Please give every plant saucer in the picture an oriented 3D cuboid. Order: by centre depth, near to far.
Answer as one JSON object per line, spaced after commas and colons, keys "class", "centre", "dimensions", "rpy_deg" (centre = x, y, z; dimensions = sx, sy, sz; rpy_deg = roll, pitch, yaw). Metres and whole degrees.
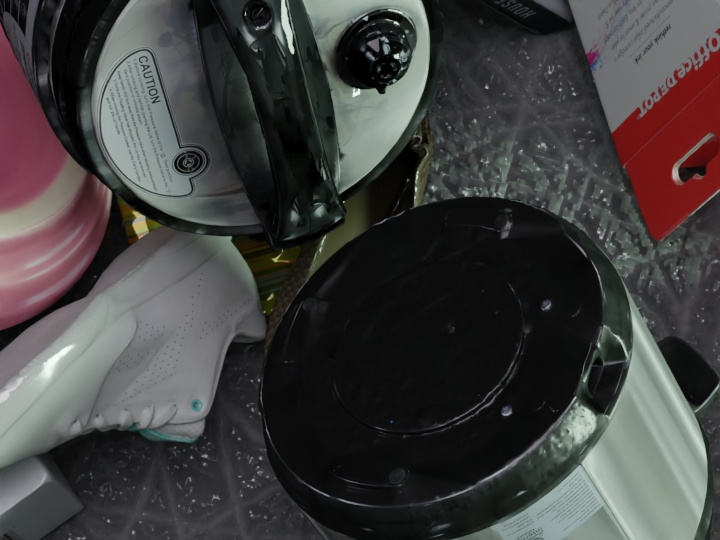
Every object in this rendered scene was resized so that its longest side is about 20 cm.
{"class": "plant saucer", "centre": [-0.203, -0.067, 1.004], "dimensions": [0.200, 0.051, 0.201], "rpy_deg": [19, 51, -24]}

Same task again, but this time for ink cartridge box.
{"class": "ink cartridge box", "centre": [0.164, -0.128, 1.047], "dimensions": [0.067, 0.116, 0.201], "rpy_deg": [-6, 69, -26]}

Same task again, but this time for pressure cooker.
{"class": "pressure cooker", "centre": [-0.059, -0.117, 0.943], "dimensions": [0.179, 0.176, 0.200], "rpy_deg": [-53, 39, 21]}
{"class": "pressure cooker", "centre": [0.064, 0.089, 0.966], "dimensions": [0.175, 0.200, 0.179], "rpy_deg": [-6, 52, 26]}

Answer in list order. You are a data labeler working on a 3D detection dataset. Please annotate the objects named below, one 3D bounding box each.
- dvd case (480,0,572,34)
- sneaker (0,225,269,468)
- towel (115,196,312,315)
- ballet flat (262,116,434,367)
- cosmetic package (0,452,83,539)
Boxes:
{"class": "dvd case", "centre": [0.048, -0.232, 1.088], "dimensions": [0.025, 0.150, 0.201], "rpy_deg": [-20, 70, 29]}
{"class": "sneaker", "centre": [-0.112, 0.052, 0.999], "dimensions": [0.200, 0.075, 0.089], "rpy_deg": [-41, 105, -38]}
{"class": "towel", "centre": [-0.089, -0.068, 1.081], "dimensions": [0.086, 0.018, 0.201], "rpy_deg": [-17, 89, -3]}
{"class": "ballet flat", "centre": [0.000, 0.000, 1.060], "dimensions": [0.067, 0.046, 0.201], "rpy_deg": [22, 71, -22]}
{"class": "cosmetic package", "centre": [-0.237, 0.062, 1.047], "dimensions": [0.113, 0.081, 0.200], "rpy_deg": [-37, 75, -6]}
